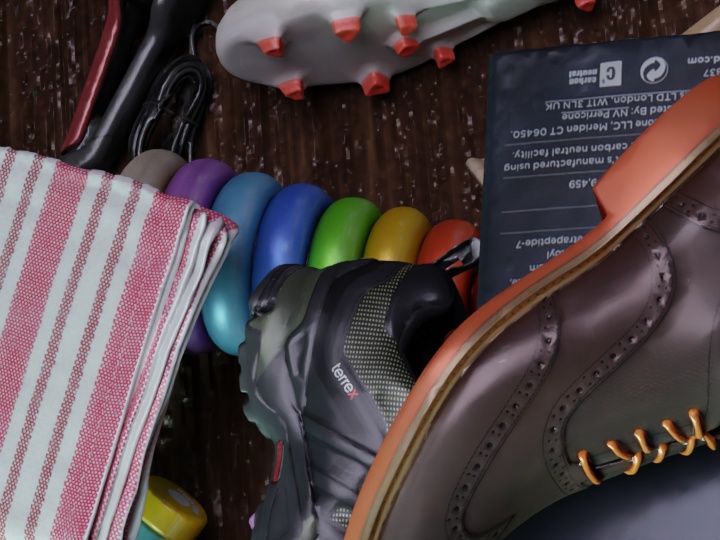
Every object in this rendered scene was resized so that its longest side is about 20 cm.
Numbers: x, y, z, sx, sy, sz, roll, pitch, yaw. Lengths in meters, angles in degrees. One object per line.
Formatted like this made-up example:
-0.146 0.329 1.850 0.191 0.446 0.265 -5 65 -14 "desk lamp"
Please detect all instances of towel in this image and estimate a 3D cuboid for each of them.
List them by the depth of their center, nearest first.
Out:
-0.147 0.025 0.978 0.199 0.030 0.147 16 86 36 "towel"

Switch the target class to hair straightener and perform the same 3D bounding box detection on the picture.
-0.083 -0.092 1.064 0.077 0.041 0.201 18 79 24 "hair straightener"

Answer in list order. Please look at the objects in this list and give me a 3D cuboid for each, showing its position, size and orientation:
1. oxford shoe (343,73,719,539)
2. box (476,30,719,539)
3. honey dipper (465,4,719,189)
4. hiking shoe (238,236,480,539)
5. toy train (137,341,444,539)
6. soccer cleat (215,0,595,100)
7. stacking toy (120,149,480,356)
0.071 0.036 0.731 0.072 0.071 0.200 40 90 23 "oxford shoe"
0.123 0.045 0.858 0.123 0.200 0.197 -4 71 20 "box"
0.130 -0.090 0.991 0.200 0.038 0.038 -39 64 2 "honey dipper"
0.016 0.088 0.879 0.100 0.076 0.201 -12 80 23 "hiking shoe"
-0.044 0.083 0.973 0.199 0.056 0.151 -1 84 21 "toy train"
0.033 -0.130 1.026 0.199 0.069 0.078 -18 62 6 "soccer cleat"
0.000 0.000 0.988 0.199 0.085 0.086 5 74 16 "stacking toy"
